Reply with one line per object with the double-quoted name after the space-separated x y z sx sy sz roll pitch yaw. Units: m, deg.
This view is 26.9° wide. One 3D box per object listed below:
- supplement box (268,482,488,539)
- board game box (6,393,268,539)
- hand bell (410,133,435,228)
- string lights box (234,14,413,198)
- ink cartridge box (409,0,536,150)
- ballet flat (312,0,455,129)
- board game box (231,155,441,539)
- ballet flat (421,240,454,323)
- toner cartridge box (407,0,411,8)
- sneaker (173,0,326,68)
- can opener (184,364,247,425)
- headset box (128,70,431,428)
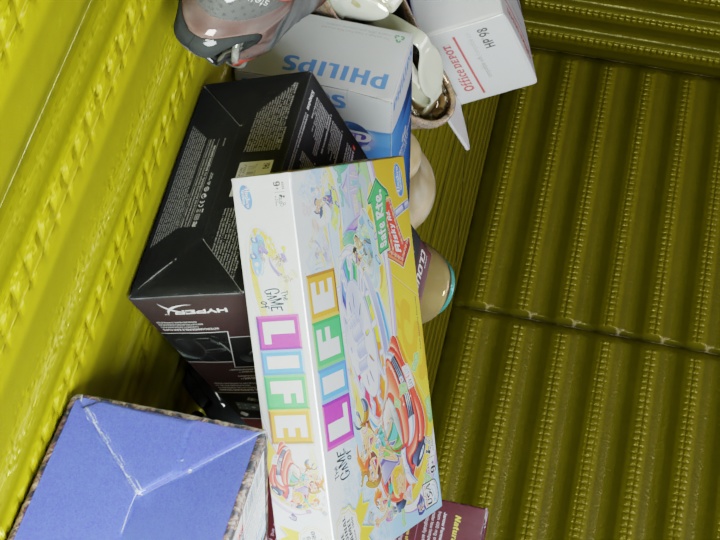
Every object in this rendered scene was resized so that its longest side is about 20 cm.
-0.024 0.194 0.980 0.061 0.200 0.109 86 16 -63 "supplement box"
-0.109 0.188 0.725 0.200 0.097 0.160 93 11 -46 "board game box"
0.029 -0.107 1.180 0.200 0.104 0.104 116 -11 -67 "hand bell"
-0.021 -0.080 1.002 0.200 0.103 0.059 89 16 -57 "string lights box"
0.079 -0.205 1.125 0.116 0.067 0.200 44 33 -63 "ink cartridge box"
0.011 -0.166 0.969 0.068 0.067 0.200 -52 135 -16 "ballet flat"
-0.008 0.044 0.787 0.134 0.034 0.200 -17 102 -63 "board game box"
0.000 0.000 1.134 0.200 0.063 0.069 17 -85 64 "ballet flat"
0.012 -0.208 1.120 0.200 0.043 0.095 -10 91 -75 "toner cartridge box"
-0.062 -0.152 0.806 0.082 0.077 0.200 -53 178 15 "sneaker"
-0.085 0.083 0.975 0.063 0.079 0.200 62 3 3 "can opener"
-0.033 0.008 0.867 0.200 0.077 0.149 55 41 -48 "headset box"
